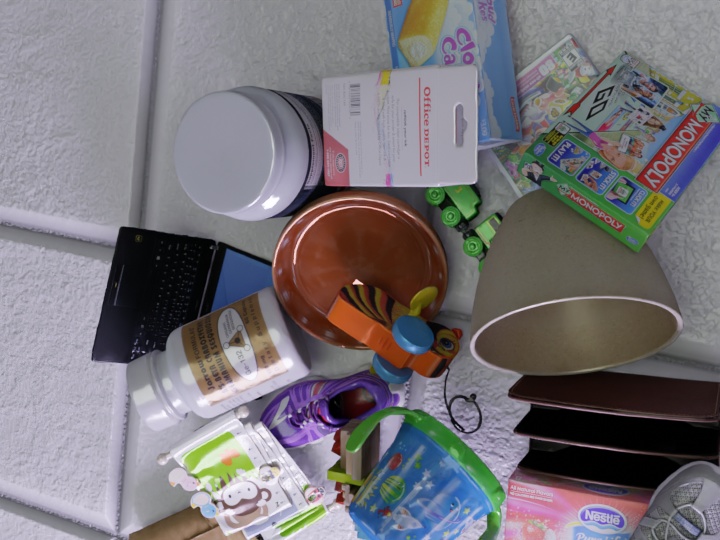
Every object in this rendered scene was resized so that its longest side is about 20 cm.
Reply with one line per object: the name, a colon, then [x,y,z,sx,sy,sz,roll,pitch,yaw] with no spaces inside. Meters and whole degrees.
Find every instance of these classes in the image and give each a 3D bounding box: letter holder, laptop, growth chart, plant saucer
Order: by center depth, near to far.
letter holder: [0.255,0.166,0.916,0.198,0.142,0.102,4,97,23]
plant saucer: [0.000,0.000,1.029,0.198,0.032,0.202,3,121,5]
growth chart: [-0.136,0.257,1.099,0.144,0.018,0.200,-38,108,7]
laptop: [-0.208,0.056,1.127,0.103,0.198,0.179,34,111,55]

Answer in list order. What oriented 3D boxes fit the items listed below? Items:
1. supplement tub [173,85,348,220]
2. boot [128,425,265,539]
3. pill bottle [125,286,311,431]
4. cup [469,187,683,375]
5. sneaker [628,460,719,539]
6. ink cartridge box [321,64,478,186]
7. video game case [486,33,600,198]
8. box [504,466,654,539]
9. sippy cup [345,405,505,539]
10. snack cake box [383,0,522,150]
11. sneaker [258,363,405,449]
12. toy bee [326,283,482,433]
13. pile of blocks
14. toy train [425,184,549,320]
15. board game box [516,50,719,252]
supplement tub: [-0.100,-0.128,1.008,0.139,0.200,0.142,3,97,23]
boot: [-0.232,0.319,1.186,0.199,0.066,0.176,-31,85,24]
pill bottle: [-0.168,0.109,1.078,0.199,0.114,0.115,-24,86,3]
cup: [0.200,0.003,0.895,0.199,0.200,0.145,-15,61,24]
sneaker: [0.281,0.269,0.845,0.074,0.082,0.201,33,106,16]
ink cartridge box: [0.054,-0.144,0.925,0.199,0.067,0.118,6,101,42]
video game case: [0.221,-0.126,0.968,0.143,0.018,0.201,-36,81,22]
box: [0.257,0.267,0.952,0.198,0.095,0.104,6,97,23]
sippy cup: [0.061,0.239,0.958,0.130,0.140,0.178,-43,69,-14]
snack cake box: [0.096,-0.226,0.967,0.114,0.067,0.202,-8,90,42]
sneaker: [-0.046,0.162,1.079,0.199,0.083,0.081,-25,85,24]
toy bee: [0.060,0.085,1.011,0.131,0.109,0.201,-33,91,36]
pile of blocks: [-0.009,0.255,1.045,0.062,0.082,0.201,5,127,21]
toy train: [0.144,-0.028,1.002,0.056,0.042,0.201,-38,81,11]
board game box: [0.257,-0.120,0.869,0.134,0.200,0.029,36,147,16]
